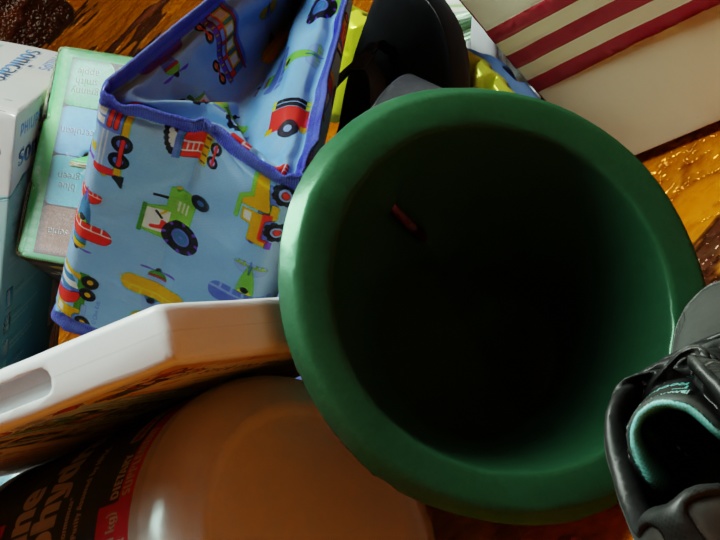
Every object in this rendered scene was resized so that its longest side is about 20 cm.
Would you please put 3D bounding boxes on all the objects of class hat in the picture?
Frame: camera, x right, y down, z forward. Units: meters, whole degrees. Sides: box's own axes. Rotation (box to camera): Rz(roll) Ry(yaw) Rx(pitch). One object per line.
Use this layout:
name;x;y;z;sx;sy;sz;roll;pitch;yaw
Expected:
hat;0.034;0.033;0.718;0.176;0.199;0.167;143;128;-63

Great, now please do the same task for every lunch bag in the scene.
lunch bag;-0.049;-0.070;0.804;0.151;0.094;0.201;112;-177;-47

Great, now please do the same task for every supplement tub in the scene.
supplement tub;-0.079;0.132;0.694;0.199;0.140;0.141;-26;26;42

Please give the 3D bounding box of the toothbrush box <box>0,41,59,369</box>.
toothbrush box;-0.224;-0.020;1.020;0.147;0.085;0.201;-71;-9;-69

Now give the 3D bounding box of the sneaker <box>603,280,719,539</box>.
sneaker;0.121;0.048;0.562;0.075;0.079;0.200;-36;19;22

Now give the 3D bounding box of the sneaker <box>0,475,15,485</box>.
sneaker;-0.154;0.136;0.925;0.199;0.082;0.074;-16;34;51

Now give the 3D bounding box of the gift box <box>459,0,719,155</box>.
gift box;0.147;-0.183;0.815;0.186;0.200;0.185;-21;34;46

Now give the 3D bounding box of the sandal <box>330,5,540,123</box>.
sandal;0.049;-0.086;0.907;0.200;0.087;0.080;43;121;44

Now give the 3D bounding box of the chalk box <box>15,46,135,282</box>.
chalk box;-0.116;-0.049;1.005;0.200;0.123;0.125;84;-163;-81

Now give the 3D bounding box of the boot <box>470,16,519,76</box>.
boot;0.131;-0.191;0.971;0.095;0.074;0.201;14;79;23

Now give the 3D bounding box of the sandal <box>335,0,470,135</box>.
sandal;0.000;-0.044;0.850;0.076;0.043;0.202;18;93;48

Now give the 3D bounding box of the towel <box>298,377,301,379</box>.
towel;-0.005;0.011;0.921;0.200;0.024;0.145;-50;35;-11

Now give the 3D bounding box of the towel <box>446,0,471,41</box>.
towel;0.117;-0.203;1.105;0.152;0.024;0.200;-21;21;17

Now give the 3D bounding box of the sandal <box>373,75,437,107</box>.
sandal;0.000;-0.001;0.786;0.076;0.043;0.201;-41;-30;-50

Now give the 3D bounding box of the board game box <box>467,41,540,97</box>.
board game box;0.053;-0.088;1.057;0.200;0.026;0.200;-43;20;5

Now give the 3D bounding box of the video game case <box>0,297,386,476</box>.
video game case;-0.097;0.048;0.673;0.181;0.023;0.200;-21;-8;23
